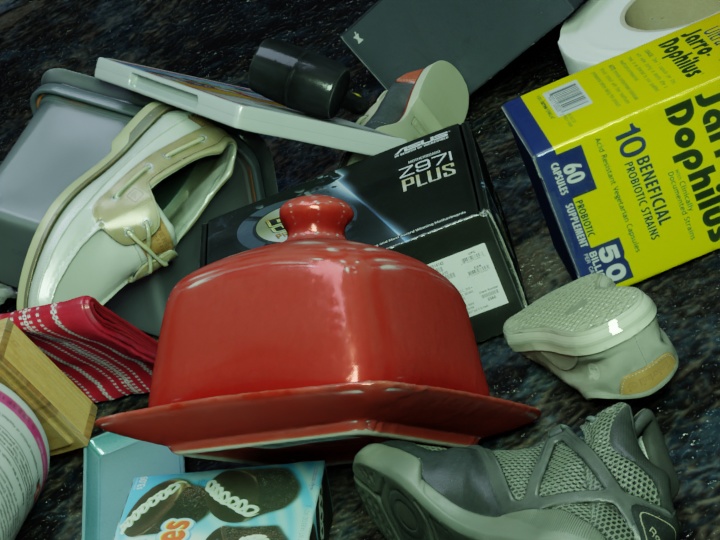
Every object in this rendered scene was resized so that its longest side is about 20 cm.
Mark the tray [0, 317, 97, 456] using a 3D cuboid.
[{"bbox_3d":[-0.283,0.098,1.542,0.199,0.099,0.037,-18,43,27],"label":"tray"}]

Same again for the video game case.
[{"bbox_3d":[-0.079,-0.113,1.637,0.142,0.018,0.200,9,8,-36],"label":"video game case"}]

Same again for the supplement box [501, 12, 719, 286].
[{"bbox_3d":[0.206,-0.081,1.480,0.199,0.109,0.110,-23,23,1],"label":"supplement box"}]

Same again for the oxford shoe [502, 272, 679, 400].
[{"bbox_3d":[0.133,0.041,1.365,0.075,0.058,0.200,-33,10,-7],"label":"oxford shoe"}]

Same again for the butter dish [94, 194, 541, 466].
[{"bbox_3d":[-0.024,0.031,1.329,0.199,0.149,0.199,-8,-11,31],"label":"butter dish"}]

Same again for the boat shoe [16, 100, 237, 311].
[{"bbox_3d":[-0.156,-0.032,1.576,0.068,0.075,0.200,17,60,27],"label":"boat shoe"}]

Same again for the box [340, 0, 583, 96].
[{"bbox_3d":[0.114,-0.230,1.802,0.182,0.104,0.200,-45,5,-41],"label":"box"}]

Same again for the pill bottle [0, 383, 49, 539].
[{"bbox_3d":[-0.269,0.156,1.410,0.113,0.114,0.200,-15,25,19],"label":"pill bottle"}]

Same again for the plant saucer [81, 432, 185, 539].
[{"bbox_3d":[-0.136,0.144,1.437,0.070,0.019,0.200,-22,23,4],"label":"plant saucer"}]

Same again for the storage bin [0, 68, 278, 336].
[{"bbox_3d":[-0.177,-0.035,1.703,0.199,0.146,0.135,18,51,22],"label":"storage bin"}]

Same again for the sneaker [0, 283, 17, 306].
[{"bbox_3d":[-0.309,-0.012,1.834,0.199,0.091,0.066,-28,25,-10],"label":"sneaker"}]

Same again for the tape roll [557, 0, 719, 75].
[{"bbox_3d":[0.245,-0.166,1.676,0.201,0.071,0.203,-20,24,9],"label":"tape roll"}]

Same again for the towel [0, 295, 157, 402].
[{"bbox_3d":[-0.227,0.066,1.561,0.199,0.145,0.023,-13,63,23],"label":"towel"}]

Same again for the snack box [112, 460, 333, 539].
[{"bbox_3d":[-0.083,0.174,1.271,0.115,0.037,0.200,-6,27,9],"label":"snack box"}]

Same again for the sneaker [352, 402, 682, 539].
[{"bbox_3d":[0.089,0.117,1.218,0.114,0.077,0.199,-36,29,-31],"label":"sneaker"}]

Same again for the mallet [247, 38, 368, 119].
[{"bbox_3d":[-0.034,-0.130,1.655,0.066,0.041,0.200,21,3,5],"label":"mallet"}]

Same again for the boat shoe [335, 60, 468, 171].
[{"bbox_3d":[0.018,-0.083,1.709,0.062,0.071,0.200,-20,26,36],"label":"boat shoe"}]

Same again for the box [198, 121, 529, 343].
[{"bbox_3d":[0.000,0.000,1.529,0.199,0.086,0.164,-21,23,7],"label":"box"}]
